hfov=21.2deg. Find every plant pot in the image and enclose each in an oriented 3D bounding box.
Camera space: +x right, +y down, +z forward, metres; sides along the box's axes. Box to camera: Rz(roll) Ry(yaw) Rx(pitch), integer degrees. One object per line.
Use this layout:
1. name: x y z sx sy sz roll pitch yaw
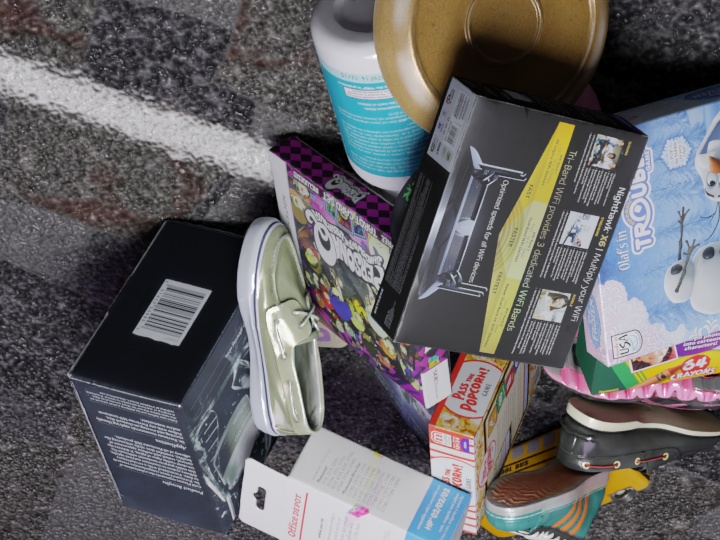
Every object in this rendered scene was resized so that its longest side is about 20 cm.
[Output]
1. plant pot: 0.107 -0.191 1.475 0.198 0.027 0.202 -6 107 -19

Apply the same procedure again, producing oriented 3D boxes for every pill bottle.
1. pill bottle: 0.031 -0.142 1.571 0.110 0.111 0.201 -4 137 12

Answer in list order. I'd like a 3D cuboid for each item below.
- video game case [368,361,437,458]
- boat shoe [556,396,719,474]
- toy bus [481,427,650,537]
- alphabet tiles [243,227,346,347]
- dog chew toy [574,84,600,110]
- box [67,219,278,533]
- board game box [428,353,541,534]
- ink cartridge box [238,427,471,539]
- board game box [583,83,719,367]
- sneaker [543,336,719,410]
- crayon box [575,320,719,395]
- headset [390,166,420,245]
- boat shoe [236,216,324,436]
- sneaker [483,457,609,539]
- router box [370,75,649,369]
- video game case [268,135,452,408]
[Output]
1. video game case: 0.042 0.076 1.783 0.019 0.143 0.201 -25 141 -15
2. boat shoe: 0.271 0.160 1.865 0.200 0.074 0.064 2 113 -36
3. toy bus: 0.199 0.212 1.969 0.199 0.079 0.065 -27 128 32
4. alphabet tiles: -0.013 0.007 1.819 0.194 0.015 0.201 3 139 5
5. dog chew toy: 0.149 -0.112 1.588 0.123 0.125 0.201 -12 127 20
6. box: -0.153 0.098 1.785 0.123 0.201 0.197 13 143 21
7. board game box: 0.119 0.118 1.781 0.046 0.201 0.152 14 140 16
8. ink cartridge box: -0.007 0.218 1.760 0.199 0.068 0.116 24 143 10
9. board game box: 0.271 -0.044 1.575 0.197 0.043 0.202 -16 113 -16
10. sneaker: 0.271 0.102 1.851 0.198 0.080 0.096 8 160 6
11. crayon box: 0.301 0.023 1.714 0.198 0.059 0.173 -10 140 -10
12. headset: 0.107 -0.017 1.528 0.123 0.094 0.200 -41 137 4
13. boat shoe: -0.064 0.051 1.720 0.062 0.072 0.202 4 107 30
14. sneaker: 0.177 0.230 1.806 0.071 0.199 0.081 12 101 33
15. router box: 0.113 -0.034 1.465 0.156 0.052 0.202 11 108 -27
16. video game case: 0.000 0.000 1.676 0.036 0.200 0.182 -31 135 -24
